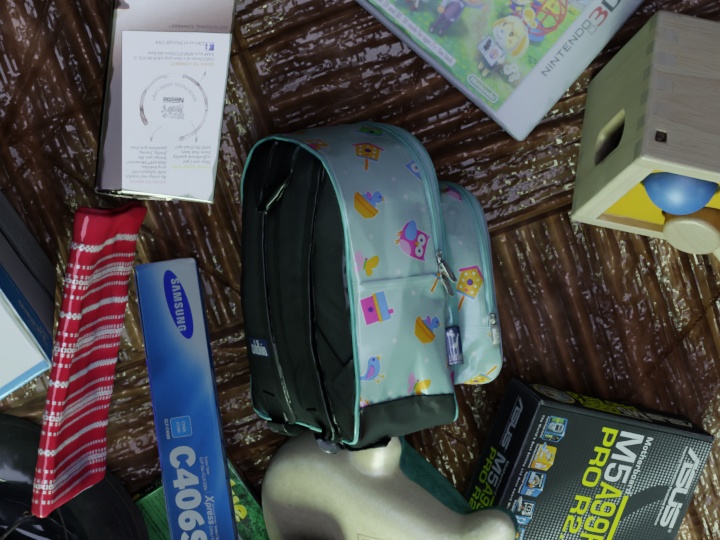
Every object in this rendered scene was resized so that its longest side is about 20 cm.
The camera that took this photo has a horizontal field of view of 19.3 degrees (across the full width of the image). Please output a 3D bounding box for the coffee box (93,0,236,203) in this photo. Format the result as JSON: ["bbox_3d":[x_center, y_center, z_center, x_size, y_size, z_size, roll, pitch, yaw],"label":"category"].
[{"bbox_3d":[-0.123,-0.154,1.369,0.079,0.113,0.201,6,104,-7],"label":"coffee box"}]

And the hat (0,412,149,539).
[{"bbox_3d":[-0.247,0.200,1.461,0.199,0.202,0.081,6,149,-10],"label":"hat"}]

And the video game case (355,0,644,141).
[{"bbox_3d":[0.094,-0.218,1.421,0.200,0.022,0.182,39,98,-14],"label":"video game case"}]

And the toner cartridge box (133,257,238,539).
[{"bbox_3d":[-0.113,0.101,1.402,0.043,0.095,0.201,-8,76,-4],"label":"toner cartridge box"}]

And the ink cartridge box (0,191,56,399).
[{"bbox_3d":[-0.276,0.036,1.359,0.145,0.200,0.084,-34,108,3],"label":"ink cartridge box"}]

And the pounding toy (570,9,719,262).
[{"bbox_3d":[0.245,-0.057,1.405,0.183,0.200,0.143,11,75,-8],"label":"pounding toy"}]

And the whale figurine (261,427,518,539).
[{"bbox_3d":[0.031,0.166,1.445,0.199,0.104,0.160,10,119,32],"label":"whale figurine"}]

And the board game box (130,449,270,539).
[{"bbox_3d":[-0.089,0.228,1.520,0.104,0.023,0.200,-31,106,6],"label":"board game box"}]

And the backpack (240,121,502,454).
[{"bbox_3d":[0.000,0.000,1.391,0.153,0.176,0.201,-17,102,-23],"label":"backpack"}]

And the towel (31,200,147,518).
[{"bbox_3d":[-0.177,0.053,1.388,0.022,0.145,0.201,10,93,5],"label":"towel"}]

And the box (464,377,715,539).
[{"bbox_3d":[0.144,0.186,1.494,0.160,0.044,0.201,15,103,-30],"label":"box"}]
